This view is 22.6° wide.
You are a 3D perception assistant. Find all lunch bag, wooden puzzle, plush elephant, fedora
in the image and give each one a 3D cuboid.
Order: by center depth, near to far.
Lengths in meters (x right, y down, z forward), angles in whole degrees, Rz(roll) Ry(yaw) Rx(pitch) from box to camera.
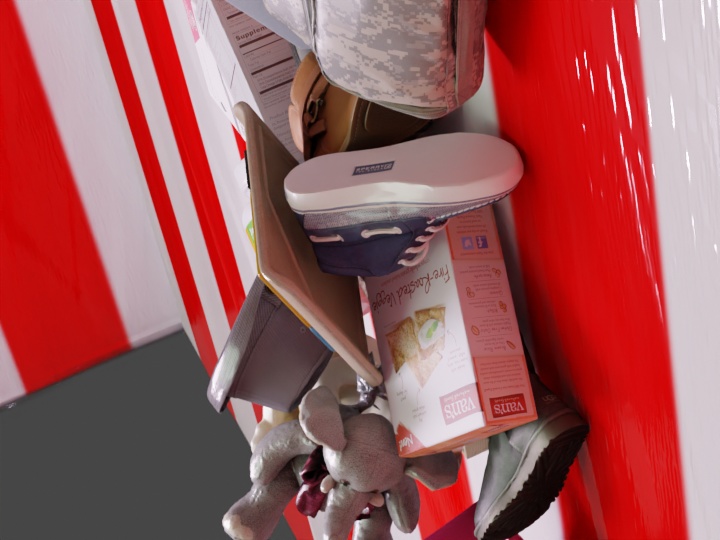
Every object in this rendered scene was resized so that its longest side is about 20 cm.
[{"bbox_3d":[0.022,-0.216,1.248,0.168,0.139,0.201,44,160,23],"label":"lunch bag"},{"bbox_3d":[-0.049,-0.019,1.492,0.185,0.037,0.201,49,-159,-49],"label":"wooden puzzle"},{"bbox_3d":[-0.009,0.175,1.552,0.155,0.163,0.202,-146,78,-82],"label":"plush elephant"},{"bbox_3d":[-0.061,0.047,1.602,0.177,0.090,0.201,113,180,-52],"label":"fedora"}]

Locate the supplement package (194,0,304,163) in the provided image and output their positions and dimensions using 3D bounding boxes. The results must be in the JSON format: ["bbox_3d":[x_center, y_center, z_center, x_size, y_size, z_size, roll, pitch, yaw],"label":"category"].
[{"bbox_3d":[-0.070,-0.195,1.724,0.114,0.109,0.201,128,119,-77],"label":"supplement package"}]

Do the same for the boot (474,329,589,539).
[{"bbox_3d":[0.102,0.105,1.521,0.200,0.072,0.183,53,133,31],"label":"boot"}]

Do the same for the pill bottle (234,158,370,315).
[{"bbox_3d":[-0.063,-0.037,1.973,0.111,0.110,0.201,106,140,-71],"label":"pill bottle"}]

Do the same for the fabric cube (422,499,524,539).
[{"bbox_3d":[0.106,0.361,1.589,0.200,0.199,0.197,50,-175,-49],"label":"fabric cube"}]

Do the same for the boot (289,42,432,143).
[{"bbox_3d":[0.007,-0.180,1.574,0.201,0.067,0.131,64,155,21],"label":"boot"}]

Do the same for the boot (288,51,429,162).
[{"bbox_3d":[-0.001,-0.146,1.483,0.156,0.076,0.201,-123,36,-49],"label":"boot"}]

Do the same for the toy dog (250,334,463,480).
[{"bbox_3d":[0.013,0.138,1.720,0.199,0.193,0.141,21,111,43],"label":"toy dog"}]

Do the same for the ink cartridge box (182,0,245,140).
[{"bbox_3d":[-0.113,-0.224,1.932,0.200,0.082,0.147,-128,20,-54],"label":"ink cartridge box"}]

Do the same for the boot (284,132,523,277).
[{"bbox_3d":[0.043,-0.047,1.395,0.198,0.073,0.091,-2,128,30],"label":"boot"}]

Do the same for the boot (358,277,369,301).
[{"bbox_3d":[0.000,0.000,1.664,0.201,0.066,0.175,56,137,11],"label":"boot"}]

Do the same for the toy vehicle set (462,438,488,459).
[{"bbox_3d":[0.068,0.081,1.802,0.200,0.026,0.125,-126,19,-49],"label":"toy vehicle set"}]

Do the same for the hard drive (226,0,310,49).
[{"bbox_3d":[-0.084,-0.246,1.487,0.199,0.033,0.139,29,168,-31],"label":"hard drive"}]

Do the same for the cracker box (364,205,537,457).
[{"bbox_3d":[0.066,0.041,1.467,0.134,0.057,0.202,-30,69,56],"label":"cracker box"}]
